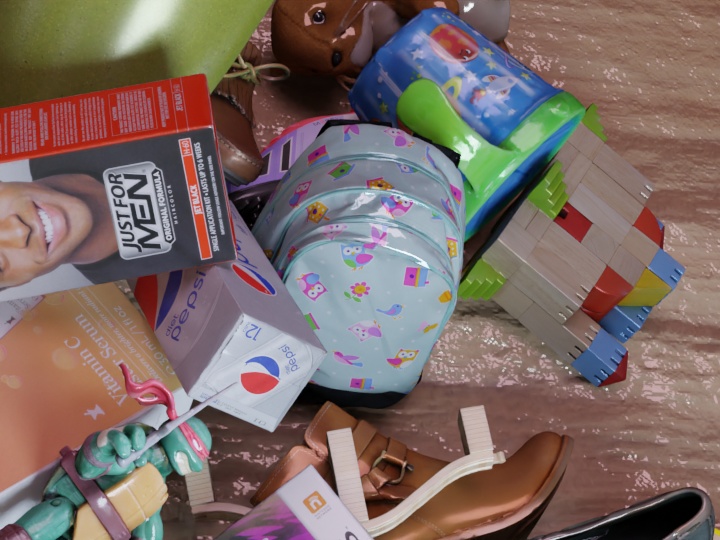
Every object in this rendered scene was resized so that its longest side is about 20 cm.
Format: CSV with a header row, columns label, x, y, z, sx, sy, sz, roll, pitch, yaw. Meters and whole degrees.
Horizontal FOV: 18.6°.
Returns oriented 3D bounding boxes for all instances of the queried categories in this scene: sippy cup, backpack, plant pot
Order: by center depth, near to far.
label,x,y,z,sx,sy,sz,roll,pitch,yaw
plant pot,-0.169,-0.138,1.386,0.186,0.187,0.201,25,90,1
backpack,0.000,0.000,1.430,0.165,0.201,0.127,9,49,-15
sippy cup,0.066,-0.109,1.536,0.130,0.178,0.139,45,66,8

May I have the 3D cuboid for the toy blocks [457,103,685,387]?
label,x,y,z,sx,sy,sz,roll,pitch,yaw
toy blocks,0.169,-0.010,1.589,0.136,0.100,0.200,39,48,-2

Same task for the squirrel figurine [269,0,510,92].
label,x,y,z,sx,sy,sz,roll,pitch,yaw
squirrel figurine,0.009,-0.205,1.674,0.185,0.142,0.200,-14,43,-18

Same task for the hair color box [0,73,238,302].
label,x,y,z,sx,sy,sz,roll,pitch,yaw
hair color box,-0.178,-0.044,1.285,0.198,0.102,0.061,-10,38,-2

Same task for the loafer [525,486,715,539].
label,x,y,z,sx,sy,sz,roll,pitch,yaw
loafer,0.125,0.180,1.328,0.199,0.063,0.072,-22,56,-15

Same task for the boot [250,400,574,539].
label,x,y,z,sx,sy,sz,roll,pitch,yaw
boot,0.036,0.137,1.423,0.155,0.077,0.200,36,58,11

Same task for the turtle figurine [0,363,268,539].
label,x,y,z,sx,sy,sz,roll,pitch,yaw
turtle figurine,-0.140,0.141,1.245,0.199,0.150,0.101,-36,36,-8

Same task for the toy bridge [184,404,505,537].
label,x,y,z,sx,sy,sz,roll,pitch,yaw
toy bridge,-0.007,0.133,1.358,0.198,0.027,0.068,-9,65,-5

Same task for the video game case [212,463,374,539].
label,x,y,z,sx,sy,sz,roll,pitch,yaw
video game case,-0.049,0.241,1.273,0.199,0.036,0.181,-36,67,-14

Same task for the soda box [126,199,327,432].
label,x,y,z,sx,sy,sz,roll,pitch,yaw
soda box,-0.093,0.013,1.357,0.068,0.064,0.200,26,17,-33

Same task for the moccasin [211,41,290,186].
label,x,y,z,sx,sy,sz,roll,pitch,yaw
moccasin,-0.098,-0.138,1.493,0.074,0.078,0.202,38,24,-37

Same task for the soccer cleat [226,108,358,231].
label,x,y,z,sx,sy,sz,roll,pitch,yaw
soccer cleat,-0.049,-0.068,1.561,0.199,0.068,0.073,-22,61,-38

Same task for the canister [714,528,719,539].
label,x,y,z,sx,sy,sz,roll,pitch,yaw
canister,0.199,0.260,1.368,0.148,0.087,0.200,29,46,6

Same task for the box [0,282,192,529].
label,x,y,z,sx,sy,sz,roll,pitch,yaw
box,-0.225,0.086,1.336,0.199,0.107,0.152,-30,67,-37
